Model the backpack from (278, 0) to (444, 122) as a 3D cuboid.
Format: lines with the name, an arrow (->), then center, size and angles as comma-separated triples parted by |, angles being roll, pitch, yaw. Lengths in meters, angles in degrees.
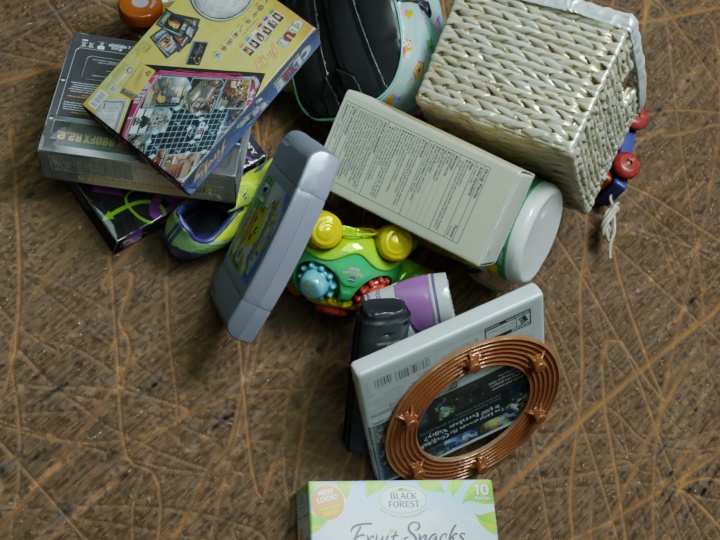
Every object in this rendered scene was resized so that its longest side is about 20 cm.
backpack -> 0.006, -0.258, 1.247 | 0.153, 0.174, 0.202 | 15, 63, -53

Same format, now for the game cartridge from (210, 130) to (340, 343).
game cartridge -> -0.087, -0.035, 1.103 | 0.040, 0.133, 0.202 | 23, 98, -25

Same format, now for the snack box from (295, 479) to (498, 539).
snack box -> 0.039, 0.284, 1.117 | 0.198, 0.053, 0.144 | 3, 67, -19

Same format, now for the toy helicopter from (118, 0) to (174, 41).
toy helicopter -> -0.188, -0.305, 1.253 | 0.131, 0.079, 0.202 | 8, 52, -1

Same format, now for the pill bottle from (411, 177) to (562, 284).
pill bottle -> 0.107, -0.071, 1.214 | 0.199, 0.113, 0.113 | 23, 59, 24

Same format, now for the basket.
basket -> 0.183, -0.189, 1.204 | 0.199, 0.198, 0.162 | 24, 81, 22

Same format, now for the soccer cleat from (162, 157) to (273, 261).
soccer cleat -> -0.119, -0.074, 1.183 | 0.199, 0.084, 0.065 | -33, 82, -28

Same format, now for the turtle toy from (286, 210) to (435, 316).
turtle toy -> 0.000, 0.000, 1.177 | 0.198, 0.146, 0.102 | 11, 89, -15

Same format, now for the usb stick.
usb stick -> 0.015, 0.108, 1.104 | 0.055, 0.201, 0.033 | -2, 42, -9

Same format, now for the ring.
ring -> 0.117, 0.147, 1.127 | 0.198, 0.202, 0.019 | -10, 42, -23

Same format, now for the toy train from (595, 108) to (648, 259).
toy train -> 0.266, -0.122, 1.343 | 0.115, 0.085, 0.202 | 19, 64, -7

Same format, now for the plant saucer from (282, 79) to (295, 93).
plant saucer -> -0.115, -0.285, 1.214 | 0.031, 0.200, 0.202 | -19, 76, -4

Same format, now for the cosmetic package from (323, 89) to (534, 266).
cosmetic package -> 0.062, -0.093, 1.123 | 0.199, 0.071, 0.106 | 29, 102, 17

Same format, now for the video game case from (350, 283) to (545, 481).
video game case -> 0.093, 0.116, 1.116 | 0.198, 0.183, 0.023 | -23, 46, -12

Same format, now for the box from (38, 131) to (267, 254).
box -> -0.218, -0.128, 1.196 | 0.199, 0.036, 0.144 | -34, 83, -28

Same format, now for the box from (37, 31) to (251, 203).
box -> -0.211, -0.157, 1.144 | 0.198, 0.049, 0.160 | 7, 58, -2

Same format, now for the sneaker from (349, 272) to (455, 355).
sneaker -> 0.049, 0.083, 1.154 | 0.113, 0.202, 0.073 | -13, 43, 5

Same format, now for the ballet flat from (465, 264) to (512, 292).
ballet flat -> 0.183, -0.060, 1.306 | 0.067, 0.068, 0.201 | 39, 66, -23

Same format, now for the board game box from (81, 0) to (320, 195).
board game box -> -0.153, -0.190, 1.085 | 0.135, 0.035, 0.200 | 38, 81, 14
